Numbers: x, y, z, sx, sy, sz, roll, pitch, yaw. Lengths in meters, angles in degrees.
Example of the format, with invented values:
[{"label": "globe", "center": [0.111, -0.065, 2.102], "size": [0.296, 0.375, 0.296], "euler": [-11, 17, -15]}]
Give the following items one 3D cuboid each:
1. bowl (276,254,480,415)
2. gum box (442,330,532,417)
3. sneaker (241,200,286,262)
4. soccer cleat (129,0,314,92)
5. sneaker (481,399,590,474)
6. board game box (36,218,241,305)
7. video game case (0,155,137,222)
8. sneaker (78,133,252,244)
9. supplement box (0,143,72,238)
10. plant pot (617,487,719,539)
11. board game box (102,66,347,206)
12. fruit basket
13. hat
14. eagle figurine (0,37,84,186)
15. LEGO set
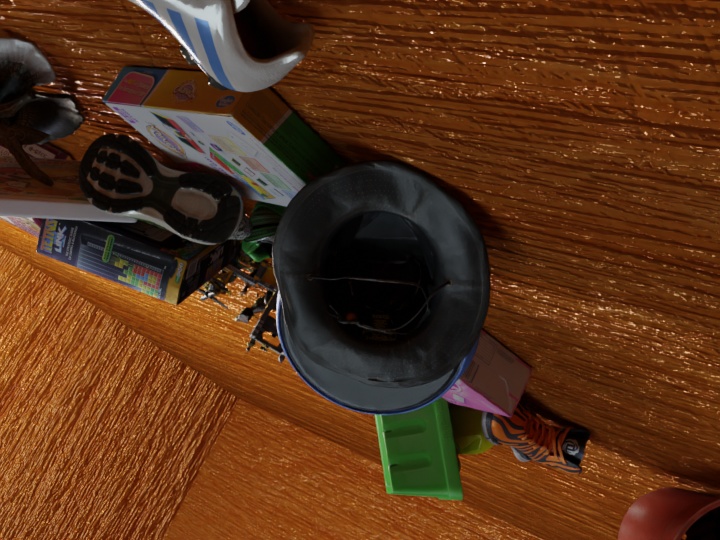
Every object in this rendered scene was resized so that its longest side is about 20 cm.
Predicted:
[{"label": "bowl", "center": [0.014, 0.051, 0.933], "size": [0.200, 0.201, 0.039], "euler": [29, -151, -2]}, {"label": "gum box", "center": [0.091, 0.090, 1.143], "size": [0.200, 0.066, 0.113], "euler": [38, 162, -31]}, {"label": "sneaker", "center": [-0.026, -0.010, 0.978], "size": [0.199, 0.085, 0.078], "euler": [22, 165, 19]}, {"label": "soccer cleat", "center": [-0.109, -0.184, 0.585], "size": [0.086, 0.070, 0.200], "euler": [-11, 144, 44]}, {"label": "sneaker", "center": [0.243, 0.215, 1.311], "size": [0.112, 0.078, 0.200], "euler": [8, 163, 36]}, {"label": "board game box", "center": [-0.237, -0.040, 1.099], "size": [0.165, 0.057, 0.200], "euler": [19, -161, 7]}, {"label": "video game case", "center": [-0.345, -0.091, 1.041], "size": [0.199, 0.023, 0.182], "euler": [2, -161, -19]}, {"label": "sneaker", "center": [-0.189, -0.068, 0.958], "size": [0.199, 0.077, 0.089], "euler": [26, 175, 22]}, {"label": "supplement box", "center": [-0.478, -0.120, 1.429], "size": [0.131, 0.103, 0.200], "euler": [27, 165, 4]}, {"label": "plant pot", "center": [0.433, 0.366, 1.242], "size": [0.200, 0.201, 0.195], "euler": [30, 175, -7]}, {"label": "board game box", "center": [-0.116, -0.115, 0.868], "size": [0.200, 0.040, 0.153], "euler": [15, 161, 44]}, {"label": "fruit basket", "center": [0.123, 0.210, 1.337], "size": [0.215, 0.216, 0.156], "euler": [28, 167, 3]}, {"label": "hat", "center": [0.022, -0.004, 0.838], "size": [0.200, 0.201, 0.081], "euler": [29, -155, -2]}, {"label": "eagle figurine", "center": [-0.387, -0.181, 1.055], "size": [0.200, 0.150, 0.152], "euler": [-111, 12, -65]}, {"label": "LEGO set", "center": [-0.154, 0.055, 1.387], "size": [0.200, 0.116, 0.154], "euler": [33, 166, -15]}]
